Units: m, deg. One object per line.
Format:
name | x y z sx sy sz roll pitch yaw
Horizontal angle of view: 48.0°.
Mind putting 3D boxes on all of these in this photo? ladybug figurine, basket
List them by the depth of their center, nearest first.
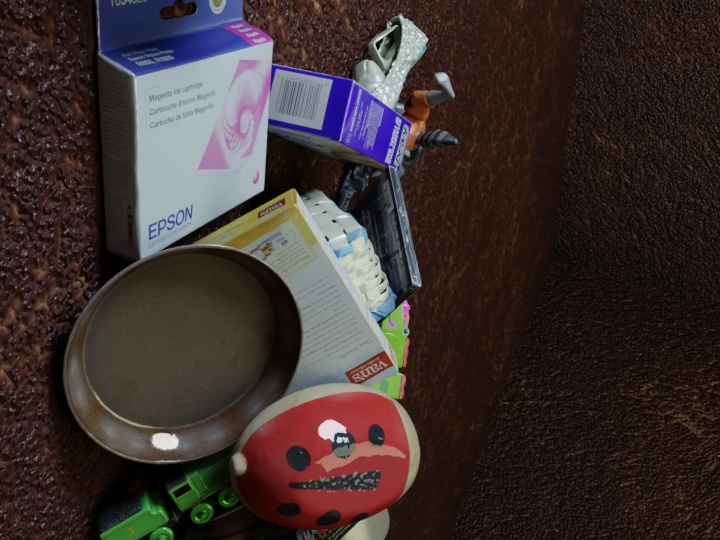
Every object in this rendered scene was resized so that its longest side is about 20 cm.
ladybug figurine | -0.023 0.173 0.724 0.198 0.072 0.138 1 105 -34
basket | -0.044 0.030 0.857 0.138 0.176 0.202 -26 120 -15

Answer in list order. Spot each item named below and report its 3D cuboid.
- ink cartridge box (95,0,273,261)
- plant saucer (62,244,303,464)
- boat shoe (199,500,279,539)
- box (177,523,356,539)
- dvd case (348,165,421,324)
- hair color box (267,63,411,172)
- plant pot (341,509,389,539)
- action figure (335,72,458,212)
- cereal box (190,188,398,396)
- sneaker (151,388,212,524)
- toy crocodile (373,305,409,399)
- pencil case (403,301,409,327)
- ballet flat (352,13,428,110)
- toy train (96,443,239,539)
ink cartridge box | -0.136 -0.135 0.669 0.196 0.043 0.203 -43 145 -56
plant saucer | -0.143 0.066 0.667 0.198 0.034 0.203 -12 119 -22
boat shoe | -0.072 0.204 0.807 0.198 0.070 0.071 -21 100 -28
box | -0.115 0.281 0.825 0.136 0.198 0.038 -5 77 -69
dvd case | 0.000 0.000 0.922 0.200 0.016 0.151 -46 -134 46
hair color box | -0.027 -0.156 0.854 0.200 0.108 0.066 1 104 -70
plant pot | -0.067 0.224 0.972 0.187 0.185 0.203 -39 127 -59
action figure | 0.045 -0.147 1.048 0.202 0.104 0.193 -66 -173 -11
cereal box | -0.071 0.045 0.734 0.201 0.142 0.040 59 9 -28
sneaker | -0.159 0.148 0.796 0.094 0.069 0.202 -58 158 -58
toy crocodile | 0.026 0.123 0.917 0.067 0.061 0.203 173 -74 -72
pencil case | 0.008 0.052 1.050 0.200 0.087 0.090 178 -71 -81
ballet flat | 0.022 -0.249 1.016 0.072 0.071 0.201 81 28 -50
toy train | -0.146 0.196 0.738 0.198 0.042 0.057 -30 121 -10
